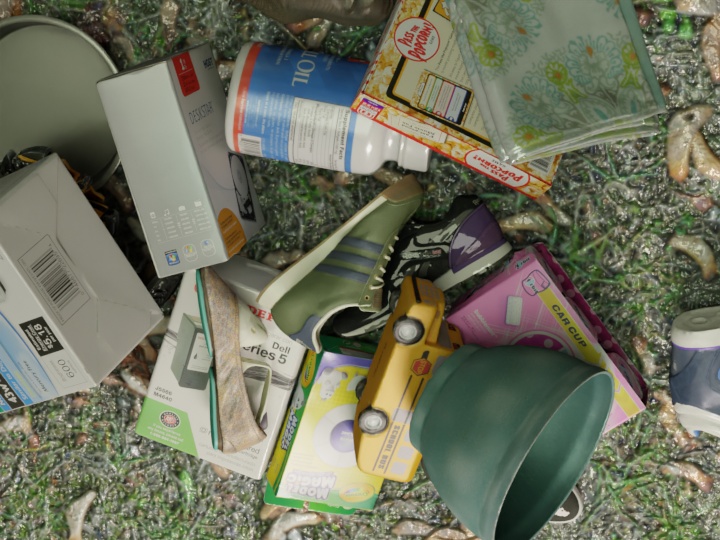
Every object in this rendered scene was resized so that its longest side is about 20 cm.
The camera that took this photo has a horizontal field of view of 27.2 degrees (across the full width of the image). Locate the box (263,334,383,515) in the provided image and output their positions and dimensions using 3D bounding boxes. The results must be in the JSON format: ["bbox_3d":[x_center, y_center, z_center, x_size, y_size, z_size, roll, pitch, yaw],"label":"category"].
[{"bbox_3d":[-0.022,0.173,1.565,0.117,0.048,0.200,11,111,-21],"label":"box"}]

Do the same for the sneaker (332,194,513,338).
[{"bbox_3d":[0.049,-0.008,1.518,0.200,0.076,0.088,-30,94,7],"label":"sneaker"}]

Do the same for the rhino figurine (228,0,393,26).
[{"bbox_3d":[-0.058,-0.286,1.463,0.199,0.060,0.088,5,108,11],"label":"rhino figurine"}]

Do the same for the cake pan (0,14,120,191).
[{"bbox_3d":[-0.331,-0.168,1.558,0.200,0.037,0.201,3,106,11],"label":"cake pan"}]

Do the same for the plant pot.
[{"bbox_3d":[0.132,0.150,1.420,0.134,0.200,0.201,31,110,25],"label":"plant pot"}]

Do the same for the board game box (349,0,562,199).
[{"bbox_3d":[0.110,-0.180,1.409,0.200,0.046,0.152,26,71,-7],"label":"board game box"}]

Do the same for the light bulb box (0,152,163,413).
[{"bbox_3d":[-0.338,0.020,1.458,0.200,0.125,0.199,-18,111,39],"label":"light bulb box"}]

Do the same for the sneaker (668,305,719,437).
[{"bbox_3d":[0.407,0.107,1.478,0.199,0.081,0.147,-6,112,9],"label":"sneaker"}]

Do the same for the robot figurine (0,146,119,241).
[{"bbox_3d":[-0.339,-0.045,1.545,0.145,0.058,0.200,44,134,-15],"label":"robot figurine"}]

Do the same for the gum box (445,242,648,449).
[{"bbox_3d":[0.187,0.079,1.510,0.113,0.066,0.200,-35,97,20],"label":"gum box"}]

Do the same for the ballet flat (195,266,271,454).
[{"bbox_3d":[-0.124,0.085,1.494,0.067,0.068,0.201,-7,109,-8],"label":"ballet flat"}]

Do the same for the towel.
[{"bbox_3d":[0.180,-0.204,1.384,0.171,0.048,0.201,-14,80,-18],"label":"towel"}]

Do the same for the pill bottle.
[{"bbox_3d":[-0.025,-0.155,1.464,0.199,0.112,0.113,10,107,4],"label":"pill bottle"}]

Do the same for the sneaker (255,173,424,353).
[{"bbox_3d":[0.000,0.000,1.470,0.200,0.067,0.090,-39,83,3],"label":"sneaker"}]

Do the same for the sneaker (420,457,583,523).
[{"bbox_3d":[0.139,0.218,1.542,0.200,0.099,0.071,31,107,0],"label":"sneaker"}]

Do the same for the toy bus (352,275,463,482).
[{"bbox_3d":[0.046,0.109,1.481,0.078,0.065,0.200,15,115,-11],"label":"toy bus"}]

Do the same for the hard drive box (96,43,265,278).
[{"bbox_3d":[-0.175,-0.113,1.483,0.077,0.156,0.201,-14,103,14],"label":"hard drive box"}]

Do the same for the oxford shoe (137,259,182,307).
[{"bbox_3d":[-0.259,0.027,1.554,0.200,0.073,0.085,-34,91,40],"label":"oxford shoe"}]

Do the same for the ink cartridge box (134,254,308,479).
[{"bbox_3d":[-0.135,0.095,1.568,0.145,0.084,0.200,20,107,5],"label":"ink cartridge box"}]
